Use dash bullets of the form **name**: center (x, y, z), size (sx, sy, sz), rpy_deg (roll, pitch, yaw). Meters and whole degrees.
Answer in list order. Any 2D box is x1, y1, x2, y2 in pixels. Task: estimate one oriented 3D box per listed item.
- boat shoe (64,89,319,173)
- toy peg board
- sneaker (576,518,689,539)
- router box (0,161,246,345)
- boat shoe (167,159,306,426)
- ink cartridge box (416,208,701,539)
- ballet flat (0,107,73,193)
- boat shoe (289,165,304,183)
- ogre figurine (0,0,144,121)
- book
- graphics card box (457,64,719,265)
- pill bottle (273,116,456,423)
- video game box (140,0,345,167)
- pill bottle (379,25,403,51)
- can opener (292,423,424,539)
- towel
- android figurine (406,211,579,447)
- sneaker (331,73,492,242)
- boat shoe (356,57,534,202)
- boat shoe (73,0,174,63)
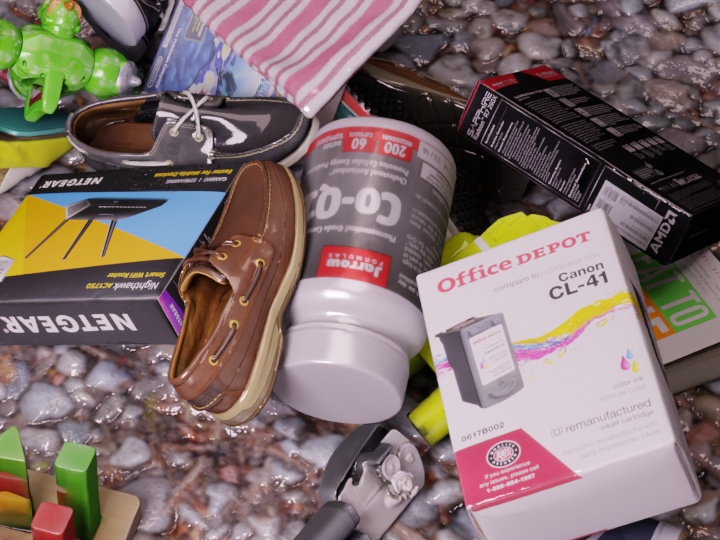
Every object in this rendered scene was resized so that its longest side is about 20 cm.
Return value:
- **boat shoe**: center (-0.129, -0.104, 1.583), size (0.200, 0.068, 0.072), rpy_deg (-2, 61, 23)
- **toy peg board**: center (-0.273, 0.187, 1.384), size (0.200, 0.098, 0.199), rpy_deg (12, 48, 9)
- **sneaker**: center (0.135, 0.229, 1.382), size (0.108, 0.070, 0.200), rpy_deg (23, 46, 15)
- **router box**: center (-0.186, -0.012, 1.548), size (0.200, 0.051, 0.149), rpy_deg (-2, 42, 32)
- **boat shoe**: center (-0.088, 0.006, 1.450), size (0.068, 0.072, 0.200), rpy_deg (27, 59, -32)
- **ink cartridge box**: center (0.130, 0.076, 1.401), size (0.147, 0.086, 0.200), rpy_deg (-20, 52, 10)
- **ballet flat**: center (-0.299, -0.093, 1.648), size (0.067, 0.067, 0.200), rpy_deg (23, 16, 28)
- **boat shoe**: center (-0.104, 0.003, 1.577), size (0.200, 0.065, 0.074), rpy_deg (-35, 33, -7)
- **ogre figurine**: center (-0.256, -0.168, 1.665), size (0.098, 0.200, 0.120), rpy_deg (-60, 26, -9)
- **book**: center (0.186, 0.042, 1.576), size (0.200, 0.048, 0.134), rpy_deg (-19, 50, -15)
- **graphics card box**: center (0.186, -0.084, 1.593), size (0.200, 0.051, 0.125), rpy_deg (33, 24, 20)
- **pill bottle**: center (0.000, 0.000, 1.503), size (0.114, 0.114, 0.200), rpy_deg (8, 62, 5)
- **video game box**: center (-0.078, -0.191, 1.663), size (0.182, 0.047, 0.200), rpy_deg (17, 84, 39)
- **pill bottle**: center (-0.058, -0.253, 1.785), size (0.200, 0.111, 0.111), rpy_deg (22, 51, 18)
- **can opener**: center (-0.021, 0.186, 1.438), size (0.066, 0.053, 0.200), rpy_deg (-5, 34, 43)
- **towel**: center (-0.042, -0.214, 1.582), size (0.146, 0.030, 0.200), rpy_deg (-49, 47, 3)
- **android figurine**: center (0.103, 0.037, 1.525), size (0.200, 0.041, 0.182), rpy_deg (-40, 50, -4)
- **sneaker**: center (0.023, -0.058, 1.648), size (0.200, 0.093, 0.070), rpy_deg (51, 25, 9)
- **boat shoe**: center (0.058, -0.125, 1.699), size (0.200, 0.076, 0.074), rpy_deg (28, 26, 10)
- **boat shoe**: center (-0.186, -0.220, 1.697), size (0.074, 0.199, 0.068), rpy_deg (38, 86, 6)
